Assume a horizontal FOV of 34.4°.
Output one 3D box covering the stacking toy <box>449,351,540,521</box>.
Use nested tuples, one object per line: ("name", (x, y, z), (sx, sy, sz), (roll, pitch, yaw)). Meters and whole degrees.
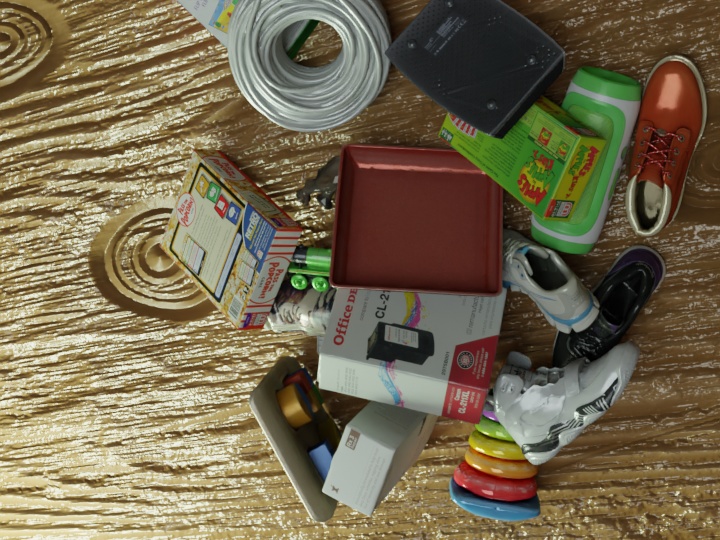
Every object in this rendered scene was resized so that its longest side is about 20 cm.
("stacking toy", (0.180, 0.199, 1.454), (0.115, 0.110, 0.203), (8, 98, 3))

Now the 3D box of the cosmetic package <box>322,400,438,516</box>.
("cosmetic package", (0.033, 0.213, 1.452), (0.073, 0.200, 0.103), (25, 113, 13))

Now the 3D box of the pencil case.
("pencil case", (-0.027, 0.057, 1.493), (0.198, 0.090, 0.078), (9, 138, 19))

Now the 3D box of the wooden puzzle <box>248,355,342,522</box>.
("wooden puzzle", (-0.063, 0.206, 1.492), (0.046, 0.200, 0.187), (-27, 94, 12))

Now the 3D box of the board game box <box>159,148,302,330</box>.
("board game box", (-0.172, -0.042, 1.502), (0.200, 0.046, 0.153), (43, 120, 35))

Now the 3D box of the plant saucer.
("plant saucer", (0.068, -0.054, 1.372), (0.197, 0.202, 0.037), (3, 150, 3))

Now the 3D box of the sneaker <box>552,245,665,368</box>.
("sneaker", (0.281, 0.062, 1.372), (0.075, 0.088, 0.201), (33, 115, 10))

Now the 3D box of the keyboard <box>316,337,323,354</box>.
("keyboard", (0.034, 0.101, 1.525), (0.198, 0.011, 0.057), (9, 108, 20))

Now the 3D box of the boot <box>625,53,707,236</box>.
("boot", (0.335, -0.135, 1.285), (0.074, 0.107, 0.203), (10, 107, 20))

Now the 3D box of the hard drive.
("hard drive", (0.130, -0.238, 1.310), (0.135, 0.042, 0.200), (-48, 52, 3))

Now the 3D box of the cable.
("cable", (-0.061, -0.270, 1.391), (0.199, 0.070, 0.200), (31, 118, -18))

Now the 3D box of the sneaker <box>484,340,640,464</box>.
("sneaker", (0.227, 0.131, 1.354), (0.115, 0.075, 0.200), (40, 121, 0))

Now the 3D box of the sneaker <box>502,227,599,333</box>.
("sneaker", (0.193, -0.011, 1.352), (0.075, 0.087, 0.199), (-46, 48, -11))

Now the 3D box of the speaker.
("speaker", (0.257, -0.125, 1.330), (0.088, 0.088, 0.202), (19, 111, 16))

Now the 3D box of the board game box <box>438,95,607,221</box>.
("board game box", (0.179, -0.151, 1.319), (0.200, 0.047, 0.102), (45, 124, 41))

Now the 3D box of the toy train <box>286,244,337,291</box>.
("toy train", (0.000, 0.000, 1.451), (0.198, 0.042, 0.057), (6, 127, 15))

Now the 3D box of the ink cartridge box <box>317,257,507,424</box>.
("ink cartridge box", (0.060, 0.080, 1.363), (0.198, 0.147, 0.083), (12, 146, 5))

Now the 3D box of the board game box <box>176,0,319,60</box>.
("board game box", (-0.141, -0.358, 1.447), (0.200, 0.040, 0.153), (44, 116, 5))

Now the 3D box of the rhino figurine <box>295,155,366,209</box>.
("rhino figurine", (0.019, -0.063, 1.458), (0.200, 0.060, 0.088), (42, 120, 1))
